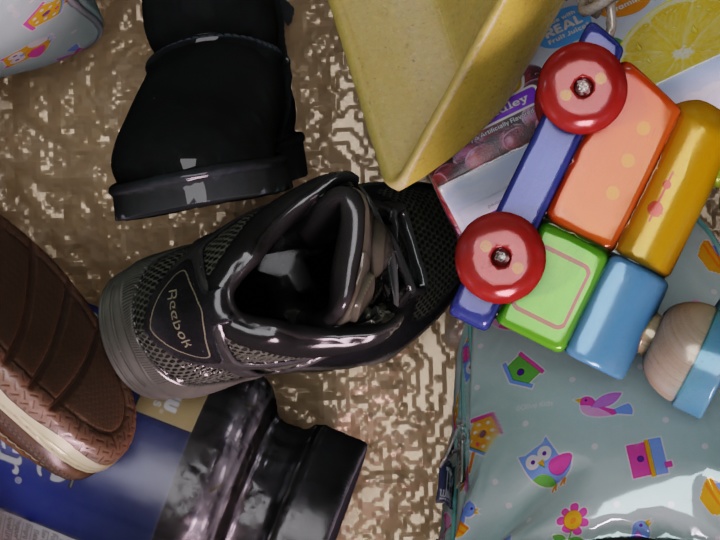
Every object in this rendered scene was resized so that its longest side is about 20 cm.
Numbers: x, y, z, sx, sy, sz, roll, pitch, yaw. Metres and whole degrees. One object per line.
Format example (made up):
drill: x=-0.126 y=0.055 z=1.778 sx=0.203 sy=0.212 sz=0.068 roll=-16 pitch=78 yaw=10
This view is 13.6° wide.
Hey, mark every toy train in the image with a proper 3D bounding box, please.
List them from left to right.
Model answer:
toy train: x=0.121 y=-0.052 z=1.150 sx=0.115 sy=0.085 sz=0.201 roll=26 pitch=90 yaw=2

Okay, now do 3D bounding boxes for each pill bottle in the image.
pill bottle: x=-0.104 y=0.077 z=1.272 sx=0.199 sy=0.112 sz=0.112 roll=20 pitch=89 yaw=3

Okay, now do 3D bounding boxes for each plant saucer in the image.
plant saucer: x=0.048 y=-0.165 z=1.200 sx=0.048 sy=0.200 sz=0.201 roll=7 pitch=44 yaw=-25

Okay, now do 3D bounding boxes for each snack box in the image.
snack box: x=0.108 y=-0.105 z=1.258 sx=0.199 sy=0.053 sz=0.143 roll=-25 pitch=43 yaw=2

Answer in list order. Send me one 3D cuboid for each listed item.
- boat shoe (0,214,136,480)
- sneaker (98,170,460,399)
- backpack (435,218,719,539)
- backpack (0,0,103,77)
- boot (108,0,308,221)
boat shoe: x=-0.175 y=0.009 z=1.202 sx=0.203 sy=0.075 sz=0.075 roll=50 pitch=124 yaw=-2
sneaker: x=0.000 y=0.000 z=1.227 sx=0.114 sy=0.199 sz=0.077 roll=-16 pitch=87 yaw=44
backpack: x=0.107 y=0.073 z=1.229 sx=0.166 sy=0.127 sz=0.201 roll=-1 pitch=56 yaw=5
backpack: x=-0.206 y=-0.146 z=1.253 sx=0.199 sy=0.176 sz=0.154 roll=-9 pitch=84 yaw=7
boot: x=-0.069 y=-0.109 z=1.236 sx=0.073 sy=0.198 sz=0.163 roll=-8 pitch=96 yaw=10
